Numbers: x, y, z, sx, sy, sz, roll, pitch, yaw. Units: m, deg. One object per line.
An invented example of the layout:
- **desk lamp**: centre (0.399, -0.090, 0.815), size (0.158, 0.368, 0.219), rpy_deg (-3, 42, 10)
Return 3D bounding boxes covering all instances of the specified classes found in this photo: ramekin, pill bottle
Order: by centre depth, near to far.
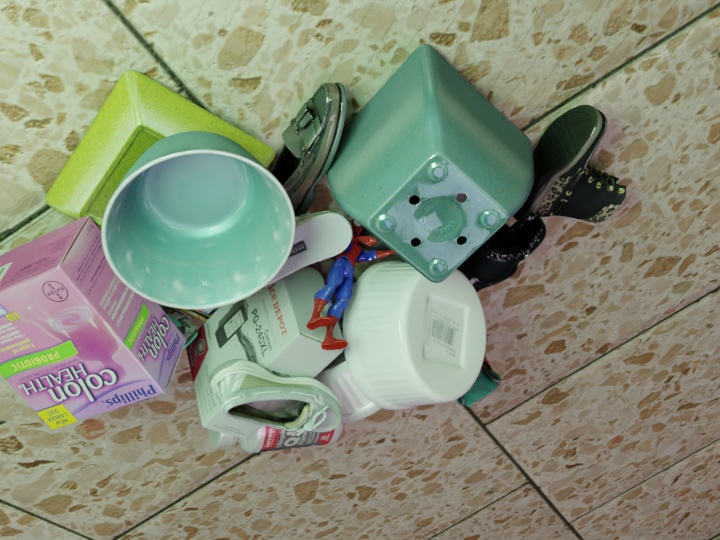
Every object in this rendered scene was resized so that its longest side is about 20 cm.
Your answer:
- **ramekin**: centre (0.079, 0.083, 1.222), size (0.097, 0.203, 0.199), rpy_deg (-8, 158, 44)
- **ramekin**: centre (-0.025, 0.108, 1.312), size (0.201, 0.203, 0.095), rpy_deg (-30, 130, 6)
- **pill bottle**: centre (-0.134, 0.223, 1.438), size (0.198, 0.111, 0.111), rpy_deg (-2, 135, -26)

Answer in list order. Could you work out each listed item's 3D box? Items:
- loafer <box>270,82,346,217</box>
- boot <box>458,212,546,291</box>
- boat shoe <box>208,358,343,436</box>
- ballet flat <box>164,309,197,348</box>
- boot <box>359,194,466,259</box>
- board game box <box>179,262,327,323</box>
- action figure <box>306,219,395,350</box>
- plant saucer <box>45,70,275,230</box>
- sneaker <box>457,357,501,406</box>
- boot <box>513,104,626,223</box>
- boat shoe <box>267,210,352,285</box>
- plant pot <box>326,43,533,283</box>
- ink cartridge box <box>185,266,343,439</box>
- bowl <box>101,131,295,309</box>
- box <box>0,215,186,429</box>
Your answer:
- **loafer**: centre (-0.073, -0.139, 1.110), size (0.062, 0.072, 0.201), rpy_deg (5, 134, -23)
- **boot**: centre (0.158, -0.009, 1.321), size (0.198, 0.077, 0.168), rpy_deg (-23, 165, -13)
- **boat shoe**: centre (-0.096, 0.167, 1.128), size (0.074, 0.065, 0.201), rpy_deg (-41, 136, 20)
- **ballet flat**: centre (-0.284, 0.102, 1.261), size (0.071, 0.073, 0.200), rpy_deg (6, 152, -32)
- **boot**: centre (0.081, -0.112, 1.219), size (0.163, 0.066, 0.201), rpy_deg (-7, 138, -23)
- **board game box**: centre (-0.164, 0.010, 1.240), size (0.151, 0.047, 0.199), rpy_deg (-39, 139, 16)
- **action figure**: centre (0.000, 0.000, 1.151), size (0.098, 0.201, 0.066), rpy_deg (-14, 131, 21)
- **plant saucer**: centre (-0.226, -0.096, 1.056), size (0.199, 0.048, 0.200), rpy_deg (27, 117, -30)
- **sneaker**: centre (0.166, 0.157, 1.515), size (0.083, 0.121, 0.200), rpy_deg (-36, 139, 13)
- **boot**: centre (0.316, -0.142, 1.299), size (0.152, 0.074, 0.204), rpy_deg (4, 140, -27)
- **boat shoe**: centre (-0.105, -0.029, 1.144), size (0.198, 0.070, 0.072), rpy_deg (-21, 102, 4)
- **plant pot**: centre (0.083, -0.101, 1.077), size (0.195, 0.201, 0.196), rpy_deg (38, 114, -20)
- **ink cartridge box**: centre (-0.128, 0.097, 1.202), size (0.083, 0.146, 0.200), rpy_deg (25, 121, -40)
- **bowl**: centre (-0.173, -0.068, 0.992), size (0.198, 0.106, 0.202), rpy_deg (-7, 129, -8)
- **box**: centre (-0.337, 0.066, 1.073), size (0.174, 0.097, 0.201), rpy_deg (-19, 123, 22)
